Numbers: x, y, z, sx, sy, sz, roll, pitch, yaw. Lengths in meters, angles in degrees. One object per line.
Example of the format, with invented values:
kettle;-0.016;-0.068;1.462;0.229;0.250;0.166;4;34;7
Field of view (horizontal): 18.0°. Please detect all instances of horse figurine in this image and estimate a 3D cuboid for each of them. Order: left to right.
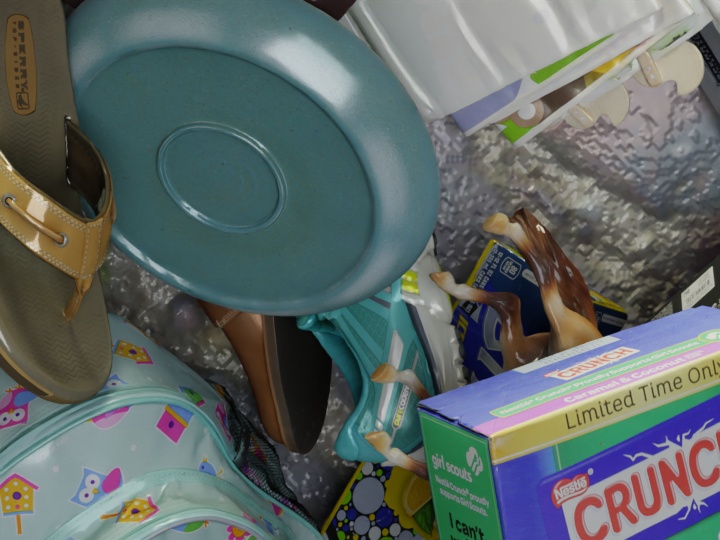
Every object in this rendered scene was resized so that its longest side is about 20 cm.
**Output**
horse figurine;0.070;0.062;1.096;0.133;0.050;0.200;45;57;-26

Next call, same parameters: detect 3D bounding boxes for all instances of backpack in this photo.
backpack;-0.127;0.126;1.117;0.175;0.153;0.200;-36;127;2

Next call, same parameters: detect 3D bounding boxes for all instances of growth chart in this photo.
growth chart;0.084;-0.131;1.153;0.199;0.018;0.145;-21;109;21

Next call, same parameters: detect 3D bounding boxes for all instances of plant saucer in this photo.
plant saucer;-0.061;-0.049;1.059;0.199;0.027;0.201;14;135;14

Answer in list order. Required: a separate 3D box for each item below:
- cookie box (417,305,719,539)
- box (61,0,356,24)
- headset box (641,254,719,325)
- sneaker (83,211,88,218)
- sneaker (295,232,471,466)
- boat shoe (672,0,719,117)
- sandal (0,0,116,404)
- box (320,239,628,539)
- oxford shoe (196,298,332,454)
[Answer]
cookie box;0.126;0.137;1.054;0.170;0.075;0.201;-17;105;-26
box;-0.075;-0.215;1.039;0.199;0.166;0.165;28;55;-14
headset box;0.244;0.077;1.162;0.200;0.075;0.149;38;116;-17
sneaker;-0.202;-0.027;1.140;0.108;0.070;0.201;32;89;-19
sneaker;0.000;0.000;1.144;0.079;0.078;0.201;-12;76;-7
boat shoe;0.194;-0.148;1.177;0.066;0.072;0.200;-36;99;-17
sandal;-0.139;-0.038;1.011;0.054;0.080;0.201;-1;96;37
box;0.056;0.088;1.198;0.070;0.064;0.201;33;98;25
oxford shoe;-0.063;0.002;1.183;0.071;0.071;0.201;-6;108;24
